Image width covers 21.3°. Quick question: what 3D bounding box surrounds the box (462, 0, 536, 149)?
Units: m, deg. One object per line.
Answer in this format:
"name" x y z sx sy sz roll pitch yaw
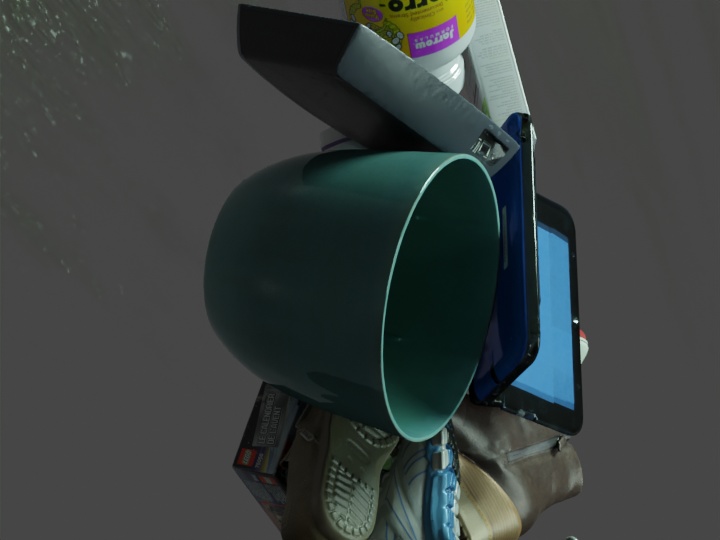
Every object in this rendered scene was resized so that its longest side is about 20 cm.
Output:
"box" 0.102 -0.180 1.585 0.144 0.036 0.201 79 -1 -80

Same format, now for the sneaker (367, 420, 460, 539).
"sneaker" 0.032 0.175 1.453 0.075 0.086 0.201 61 26 -60

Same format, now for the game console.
"game console" 0.145 0.005 1.474 0.171 0.118 0.201 126 -33 -62

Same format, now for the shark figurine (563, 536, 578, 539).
"shark figurine" 0.157 0.259 1.683 0.089 0.214 0.129 -21 107 -25

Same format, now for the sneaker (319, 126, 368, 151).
"sneaker" 0.048 -0.051 1.515 0.200 0.072 0.115 17 61 -46

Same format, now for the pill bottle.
"pill bottle" 0.033 -0.222 1.461 0.201 0.104 0.104 77 30 -42

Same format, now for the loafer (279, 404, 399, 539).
"loafer" -0.021 0.133 1.410 0.076 0.067 0.200 50 28 -18

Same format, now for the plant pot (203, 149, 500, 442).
"plant pot" -0.013 0.005 1.350 0.200 0.160 0.202 -39 135 -55

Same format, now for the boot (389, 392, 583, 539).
"boot" 0.097 0.126 1.592 0.166 0.072 0.201 -23 92 -47

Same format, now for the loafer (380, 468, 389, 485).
"loafer" 0.000 0.247 1.488 0.070 0.068 0.201 31 53 -32

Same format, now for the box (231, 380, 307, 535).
"box" -0.034 0.140 1.518 0.200 0.040 0.137 64 39 -55

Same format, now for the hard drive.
"hard drive" 0.010 -0.123 1.354 0.200 0.135 0.043 31 79 -47

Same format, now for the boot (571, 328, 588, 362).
"boot" 0.114 0.013 1.637 0.072 0.199 0.145 26 73 -47

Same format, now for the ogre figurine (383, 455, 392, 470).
"ogre figurine" 0.047 0.194 1.650 0.201 0.098 0.120 -61 -171 -17
